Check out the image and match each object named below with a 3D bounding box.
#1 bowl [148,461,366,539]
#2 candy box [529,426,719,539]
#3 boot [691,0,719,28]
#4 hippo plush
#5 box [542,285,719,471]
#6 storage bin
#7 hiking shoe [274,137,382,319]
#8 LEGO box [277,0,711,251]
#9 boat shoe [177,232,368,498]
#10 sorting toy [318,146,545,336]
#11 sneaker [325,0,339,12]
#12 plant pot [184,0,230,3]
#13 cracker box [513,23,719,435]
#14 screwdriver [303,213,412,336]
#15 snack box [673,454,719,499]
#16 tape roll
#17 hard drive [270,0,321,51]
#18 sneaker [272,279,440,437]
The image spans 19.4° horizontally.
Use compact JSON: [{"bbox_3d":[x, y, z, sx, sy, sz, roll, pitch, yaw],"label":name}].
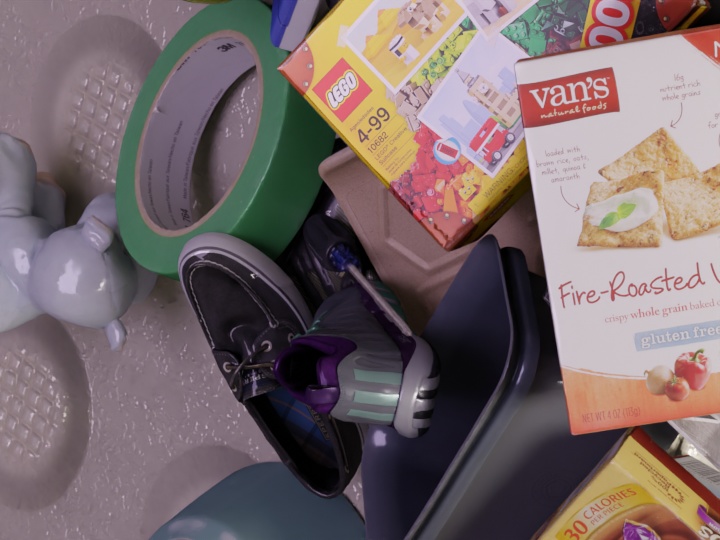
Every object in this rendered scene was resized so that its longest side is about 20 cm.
[{"bbox_3d":[-0.088,0.240,1.472,0.199,0.105,0.203,3,94,40],"label":"bowl"},{"bbox_3d":[0.138,0.201,1.225,0.117,0.056,0.200,41,119,5],"label":"candy box"},{"bbox_3d":[0.223,-0.197,1.222,0.150,0.073,0.202,28,116,33],"label":"boot"},{"bbox_3d":[-0.234,-0.021,1.539,0.159,0.200,0.161,-3,111,31],"label":"hippo plush"},{"bbox_3d":[0.224,-0.004,1.166,0.158,0.048,0.200,44,99,2],"label":"box"},{"bbox_3d":[0.100,0.091,1.276,0.146,0.133,0.201,-96,29,-50],"label":"storage bin"},{"bbox_3d":[-0.020,0.015,1.426,0.100,0.075,0.202,34,112,37],"label":"hiking shoe"},{"bbox_3d":[0.077,-0.135,1.205,0.149,0.077,0.200,46,106,7],"label":"LEGO box"},{"bbox_3d":[-0.061,0.068,1.393,0.069,0.066,0.201,-19,115,22],"label":"boat shoe"},{"bbox_3d":[0.092,-0.020,1.314,0.184,0.036,0.201,-26,101,33],"label":"sorting toy"},{"bbox_3d":[0.042,-0.121,1.390,0.201,0.071,0.083,58,163,12],"label":"sneaker"},{"bbox_3d":[-0.122,-0.267,1.381,0.190,0.198,0.202,50,123,54],"label":"plant pot"},{"bbox_3d":[0.161,-0.023,1.118,0.133,0.058,0.202,-9,93,7],"label":"cracker box"},{"bbox_3d":[0.000,0.000,1.303,0.200,0.028,0.029,-140,53,-67],"label":"screwdriver"},{"bbox_3d":[0.236,0.217,1.237,0.199,0.053,0.144,28,110,36],"label":"snack box"},{"bbox_3d":[-0.095,-0.088,1.456,0.200,0.048,0.202,-28,53,44],"label":"tape roll"},{"bbox_3d":[-0.016,-0.260,1.365,0.133,0.025,0.201,-88,17,-48],"label":"hard drive"},{"bbox_3d":[-0.018,0.046,1.296,0.200,0.087,0.075,-146,64,-71],"label":"sneaker"}]
